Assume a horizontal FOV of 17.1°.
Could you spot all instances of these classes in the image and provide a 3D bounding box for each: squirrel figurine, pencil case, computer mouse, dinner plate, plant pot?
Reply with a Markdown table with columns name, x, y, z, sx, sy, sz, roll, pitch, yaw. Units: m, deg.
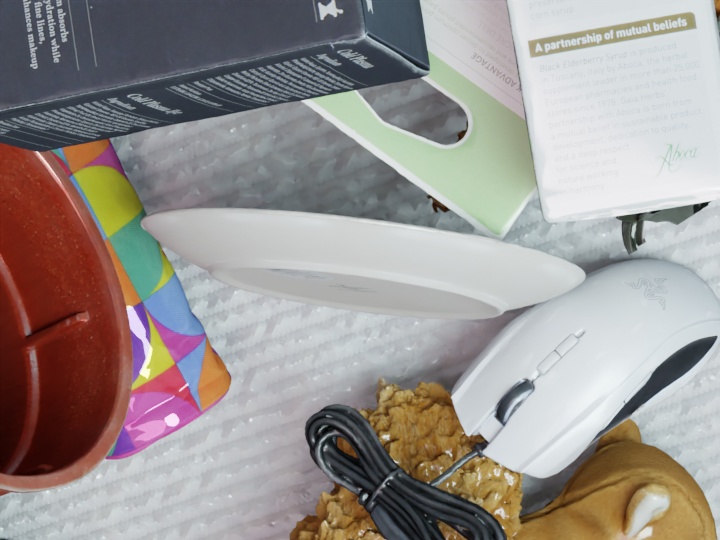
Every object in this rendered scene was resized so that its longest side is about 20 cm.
| name | x | y | z | sx | sy | sz | roll | pitch | yaw |
| --- | --- | --- | --- | --- | --- | --- | --- | --- | --- |
| squirrel figurine | 0.068 | 0.142 | 1.145 | 0.200 | 0.142 | 0.187 | 42 | 104 | -11 |
| pencil case | -0.137 | -0.010 | 1.145 | 0.088 | 0.088 | 0.200 | -21 | 104 | 15 |
| computer mouse | 0.081 | 0.053 | 1.103 | 0.200 | 0.044 | 0.110 | -37 | 59 | -14 |
| dinner plate | 0.000 | 0.000 | 1.071 | 0.200 | 0.200 | 0.024 | 7 | 82 | 6 |
| plant pot | -0.238 | 0.038 | 1.041 | 0.195 | 0.201 | 0.201 | -28 | 105 | 28 |

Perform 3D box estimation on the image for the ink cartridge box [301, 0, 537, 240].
| name | x | y | z | sx | sy | sz | roll | pitch | yaw |
| --- | --- | --- | --- | --- | --- | --- | --- | --- | --- |
| ink cartridge box | 0.063 | -0.134 | 1.025 | 0.145 | 0.048 | 0.200 | 36 | 99 | 5 |

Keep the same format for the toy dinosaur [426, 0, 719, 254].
| name | x | y | z | sx | sy | sz | roll | pitch | yaw |
| --- | --- | --- | --- | --- | --- | --- | --- | --- | --- |
| toy dinosaur | 0.122 | -0.087 | 1.086 | 0.200 | 0.102 | 0.136 | -35 | 87 | 37 |

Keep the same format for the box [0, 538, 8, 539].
| name | x | y | z | sx | sy | sz | roll | pitch | yaw |
| --- | --- | --- | --- | --- | --- | --- | --- | --- | --- |
| box | -0.224 | 0.234 | 1.269 | 0.160 | 0.044 | 0.200 | 9 | 112 | 5 |

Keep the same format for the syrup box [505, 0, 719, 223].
| name | x | y | z | sx | sy | sz | roll | pitch | yaw |
| --- | --- | --- | --- | --- | --- | --- | --- | --- | --- |
| syrup box | 0.098 | -0.123 | 0.958 | 0.081 | 0.079 | 0.200 | -8 | 91 | 8 |

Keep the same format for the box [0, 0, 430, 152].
| name | x | y | z | sx | sy | sz | roll | pitch | yaw |
| --- | --- | --- | --- | --- | --- | --- | --- | --- | --- |
| box | -0.082 | -0.164 | 0.980 | 0.182 | 0.104 | 0.200 | -9 | 84 | 16 |
